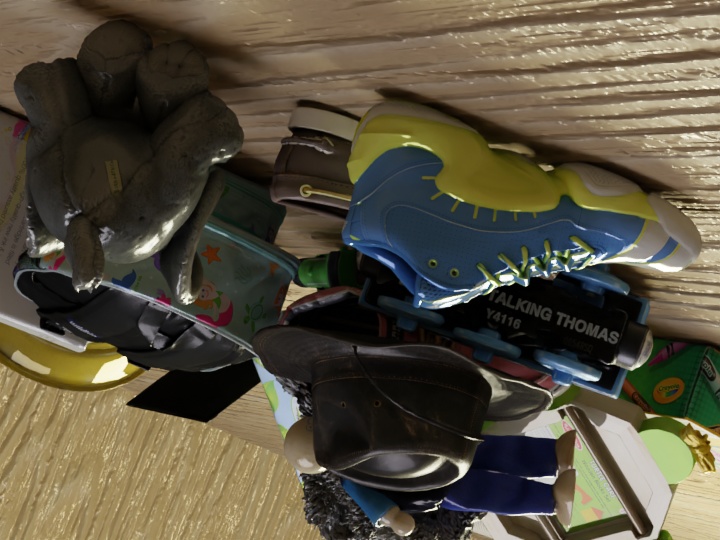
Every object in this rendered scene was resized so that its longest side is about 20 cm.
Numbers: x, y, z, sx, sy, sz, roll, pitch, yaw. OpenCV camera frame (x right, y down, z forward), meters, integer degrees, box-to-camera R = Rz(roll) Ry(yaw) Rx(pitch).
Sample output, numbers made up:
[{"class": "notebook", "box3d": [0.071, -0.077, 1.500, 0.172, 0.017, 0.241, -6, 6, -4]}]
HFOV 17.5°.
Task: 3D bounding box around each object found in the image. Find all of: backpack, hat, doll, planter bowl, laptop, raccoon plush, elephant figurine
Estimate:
[{"class": "backpack", "box3d": [-0.136, -0.006, 1.648, 0.178, 0.151, 0.200, 26, 173, -18]}, {"class": "hat", "box3d": [0.021, 0.099, 1.523, 0.201, 0.081, 0.201, 11, 167, 3]}, {"class": "doll", "box3d": [0.047, 0.130, 1.610, 0.200, 0.136, 0.048, 5, 128, 2]}, {"class": "planter bowl", "box3d": [-0.226, -0.009, 1.877, 0.200, 0.200, 0.083, 24, 137, -18]}, {"class": "laptop", "box3d": [-0.106, 0.133, 2.479, 0.200, 0.116, 0.187, 26, 170, -30]}, {"class": "raccoon plush", "box3d": [0.003, 0.134, 1.664, 0.200, 0.097, 0.134, 48, 159, -11]}, {"class": "elephant figurine", "box3d": [-0.131, -0.047, 1.388, 0.142, 0.155, 0.200, 53, 166, 17]}]

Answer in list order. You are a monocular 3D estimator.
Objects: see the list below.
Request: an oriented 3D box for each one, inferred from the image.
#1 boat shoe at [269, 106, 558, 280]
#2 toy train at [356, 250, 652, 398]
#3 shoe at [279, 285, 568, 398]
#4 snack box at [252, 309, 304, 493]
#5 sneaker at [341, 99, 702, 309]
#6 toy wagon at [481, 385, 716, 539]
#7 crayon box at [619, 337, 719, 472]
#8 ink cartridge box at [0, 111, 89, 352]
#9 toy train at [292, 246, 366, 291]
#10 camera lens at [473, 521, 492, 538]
[{"class": "boat shoe", "box3d": [0.038, -0.033, 1.407, 0.200, 0.060, 0.072, 25, 169, -24]}, {"class": "toy train", "box3d": [0.095, 0.022, 1.532, 0.200, 0.087, 0.114, 19, 175, 10]}, {"class": "shoe", "box3d": [0.045, 0.054, 1.618, 0.200, 0.072, 0.091, 8, 180, 25]}, {"class": "snack box", "box3d": [0.031, 0.093, 1.755, 0.200, 0.053, 0.142, -6, 116, 28]}, {"class": "sneaker", "box3d": [0.081, -0.015, 1.282, 0.200, 0.105, 0.076, 20, 171, 4]}, {"class": "toy wagon", "box3d": [0.166, 0.144, 1.668, 0.200, 0.040, 0.155, -21, 111, 33]}, {"class": "crayon box", "box3d": [0.272, 0.110, 1.723, 0.200, 0.058, 0.119, 27, 169, -33]}, {"class": "ink cartridge box", "box3d": [-0.274, -0.039, 1.767, 0.200, 0.145, 0.085, 22, 171, -9]}, {"class": "toy train", "box3d": [0.000, 0.000, 1.692, 0.056, 0.042, 0.200, -2, 178, -21]}, {"class": "camera lens", "box3d": [0.077, 0.120, 1.880, 0.200, 0.160, 0.160, 17, 170, 18]}]
